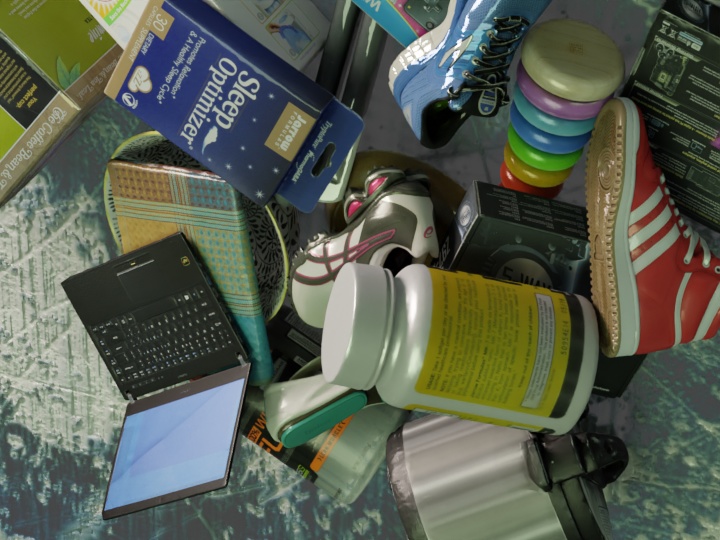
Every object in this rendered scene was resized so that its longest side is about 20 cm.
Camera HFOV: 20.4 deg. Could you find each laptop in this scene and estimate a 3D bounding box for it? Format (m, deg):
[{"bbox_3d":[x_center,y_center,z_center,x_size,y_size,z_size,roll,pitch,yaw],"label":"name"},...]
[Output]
[{"bbox_3d":[-0.191,0.094,1.754,0.176,0.103,0.201,-19,103,42],"label":"laptop"}]

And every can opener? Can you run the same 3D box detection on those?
[{"bbox_3d":[-0.018,-0.142,1.671,0.052,0.066,0.201,22,113,10],"label":"can opener"}]

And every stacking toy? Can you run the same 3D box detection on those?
[{"bbox_3d":[0.146,-0.104,1.623,0.085,0.086,0.201,27,135,9],"label":"stacking toy"}]

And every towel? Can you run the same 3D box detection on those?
[{"bbox_3d":[-0.148,0.001,1.752,0.146,0.022,0.202,10,121,32],"label":"towel"}]

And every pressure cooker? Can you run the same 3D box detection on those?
[{"bbox_3d":[0.138,0.188,1.747,0.198,0.176,0.180,-20,119,8],"label":"pressure cooker"}]

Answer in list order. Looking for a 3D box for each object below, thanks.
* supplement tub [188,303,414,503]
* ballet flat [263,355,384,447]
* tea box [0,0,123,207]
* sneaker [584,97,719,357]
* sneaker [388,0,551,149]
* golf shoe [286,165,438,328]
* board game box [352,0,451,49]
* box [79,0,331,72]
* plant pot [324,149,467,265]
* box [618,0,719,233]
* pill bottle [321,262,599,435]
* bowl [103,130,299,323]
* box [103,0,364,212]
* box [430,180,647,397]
[{"bbox_3d":[-0.057,0.114,1.852,0.199,0.123,0.123,34,132,3],"label":"supplement tub"},{"bbox_3d":[0.004,0.091,1.774,0.069,0.199,0.070,159,90,-78],"label":"ballet flat"},{"bbox_3d":[-0.331,-0.186,1.783,0.197,0.134,0.200,45,131,-6],"label":"tea box"},{"bbox_3d":[0.239,-0.036,1.563,0.111,0.071,0.202,-4,100,-13],"label":"sneaker"},{"bbox_3d":[0.098,-0.165,1.534,0.078,0.090,0.200,5,143,-31],"label":"sneaker"},{"bbox_3d":[0.000,0.000,1.668,0.200,0.077,0.089,-55,47,45],"label":"golf shoe"},{"bbox_3d":[0.058,-0.282,1.552,0.147,0.064,0.200,40,133,-2],"label":"board game box"},{"bbox_3d":[-0.137,-0.225,1.671,0.200,0.101,0.112,48,130,-9],"label":"box"},{"bbox_3d":[0.045,-0.015,1.738,0.199,0.028,0.201,26,141,23],"label":"plant pot"},{"bbox_3d":[0.297,-0.106,1.559,0.199,0.044,0.161,28,131,9],"label":"box"},{"bbox_3d":[0.076,0.058,1.569,0.198,0.115,0.115,11,132,-14],"label":"pill bottle"},{"bbox_3d":[-0.121,-0.054,1.780,0.199,0.094,0.202,21,131,26],"label":"bowl"},{"bbox_3d":[-0.103,-0.134,1.629,0.199,0.032,0.121,35,131,1],"label":"box"},{"bbox_3d":[0.156,0.019,1.656,0.198,0.044,0.161,14,130,-16],"label":"box"}]
